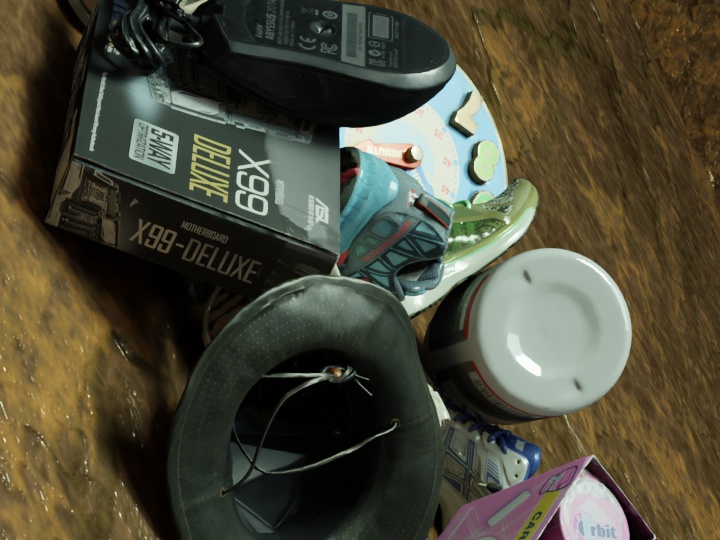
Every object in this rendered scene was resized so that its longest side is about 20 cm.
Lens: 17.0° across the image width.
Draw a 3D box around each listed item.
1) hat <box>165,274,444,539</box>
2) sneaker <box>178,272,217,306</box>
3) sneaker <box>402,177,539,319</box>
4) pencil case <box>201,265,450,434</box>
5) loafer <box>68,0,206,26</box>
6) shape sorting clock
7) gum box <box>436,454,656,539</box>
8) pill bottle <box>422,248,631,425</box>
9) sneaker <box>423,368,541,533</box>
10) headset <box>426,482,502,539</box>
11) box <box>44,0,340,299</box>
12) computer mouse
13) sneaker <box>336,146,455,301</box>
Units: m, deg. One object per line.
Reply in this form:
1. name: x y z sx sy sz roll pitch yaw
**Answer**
1. hat: -0.048 0.095 1.316 0.200 0.081 0.202 -10 105 -40
2. sneaker: -0.095 -0.049 1.463 0.086 0.078 0.200 39 21 -10
3. sneaker: 0.048 -0.029 1.695 0.200 0.077 0.089 -35 93 -37
4. pencil case: -0.015 0.063 1.452 0.200 0.089 0.078 47 27 -56
5. loafer: -0.129 -0.187 1.546 0.072 0.063 0.200 65 16 4
6. shape sorting clock: 0.031 -0.081 1.752 0.199 0.039 0.201 8 76 -35
7. gum box: 0.067 0.201 1.339 0.066 0.113 0.200 51 46 -11
8. pill bottle: 0.111 0.051 1.710 0.114 0.113 0.200 63 -12 0
9. sneaker: 0.078 0.124 1.665 0.201 0.088 0.075 59 19 -11
10. headset: 0.033 0.178 1.435 0.124 0.094 0.200 64 28 1
11. box: -0.091 -0.071 1.376 0.157 0.050 0.200 21 31 -13
12. computer mouse: -0.045 -0.126 1.406 0.139 0.199 0.053 -81 -175 -57
13. sneaker: 0.000 0.000 1.475 0.095 0.200 0.080 21 67 -9
